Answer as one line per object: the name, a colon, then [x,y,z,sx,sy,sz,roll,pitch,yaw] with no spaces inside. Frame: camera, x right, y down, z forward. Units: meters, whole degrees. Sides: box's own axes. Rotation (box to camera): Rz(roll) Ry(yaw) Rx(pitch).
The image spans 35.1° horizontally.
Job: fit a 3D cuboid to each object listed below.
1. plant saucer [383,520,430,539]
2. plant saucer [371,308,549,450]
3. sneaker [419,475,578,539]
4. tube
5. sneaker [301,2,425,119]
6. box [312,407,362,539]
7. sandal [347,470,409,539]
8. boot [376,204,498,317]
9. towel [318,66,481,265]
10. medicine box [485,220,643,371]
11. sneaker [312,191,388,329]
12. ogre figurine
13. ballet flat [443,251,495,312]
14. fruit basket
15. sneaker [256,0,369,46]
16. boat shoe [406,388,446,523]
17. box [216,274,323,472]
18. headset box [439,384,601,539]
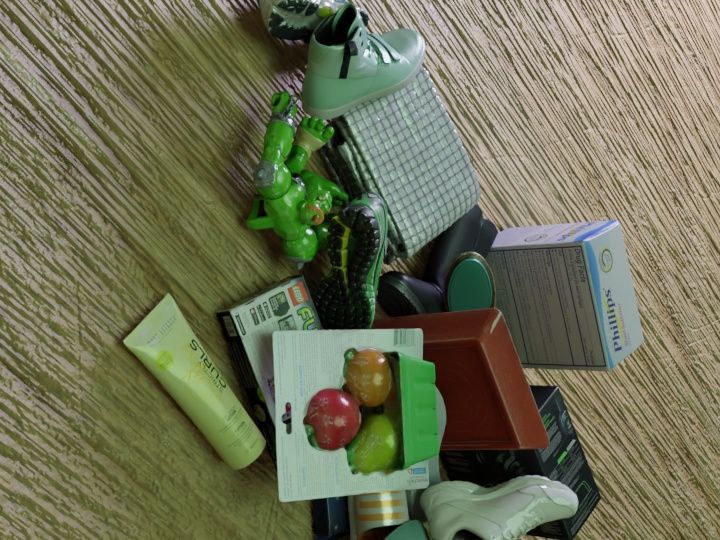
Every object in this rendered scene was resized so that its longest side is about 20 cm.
plant saucer: [0.035,0.400,1.373,0.200,0.036,0.202,-41,144,-38]
plant saucer: [0.114,0.148,1.415,0.037,0.198,0.202,-46,120,-46]
sneaker: [0.175,0.313,1.402,0.078,0.197,0.100,91,-7,-52]
tube: [-0.174,0.126,1.222,0.201,0.052,0.058,58,10,-22]
sneaker: [0.014,-0.267,1.345,0.200,0.074,0.119,-36,151,-34]
box: [-0.012,0.245,1.399,0.120,0.032,0.203,-8,95,-47]
sandal: [0.028,0.310,1.374,0.079,0.059,0.209,0,93,-48]
boot: [0.103,-0.017,1.505,0.201,0.065,0.165,-62,141,-22]
towel: [0.045,-0.132,1.433,0.165,0.085,0.201,-36,103,-33]
medicine box: [0.272,0.036,1.592,0.103,0.199,0.184,-26,107,-44]
sneaker: [0.000,0.000,1.350,0.085,0.077,0.202,-49,158,-52]
ogre figurine: [-0.072,-0.089,1.311,0.201,0.097,0.120,91,17,-46]
ballet flat: [0.146,0.048,1.491,0.066,0.070,0.202,-84,168,-55]
fruit basket: [-0.010,0.160,1.289,0.198,0.094,0.188,-1,83,-25]
sneaker: [-0.057,-0.313,1.346,0.199,0.077,0.080,8,45,-60]
boat shoe: [0.062,0.219,1.428,0.070,0.070,0.202,-23,124,-31]
box: [-0.080,0.119,1.303,0.109,0.035,0.202,-26,100,-36]
headset box: [0.201,0.248,1.525,0.093,0.173,0.202,-42,116,-39]
